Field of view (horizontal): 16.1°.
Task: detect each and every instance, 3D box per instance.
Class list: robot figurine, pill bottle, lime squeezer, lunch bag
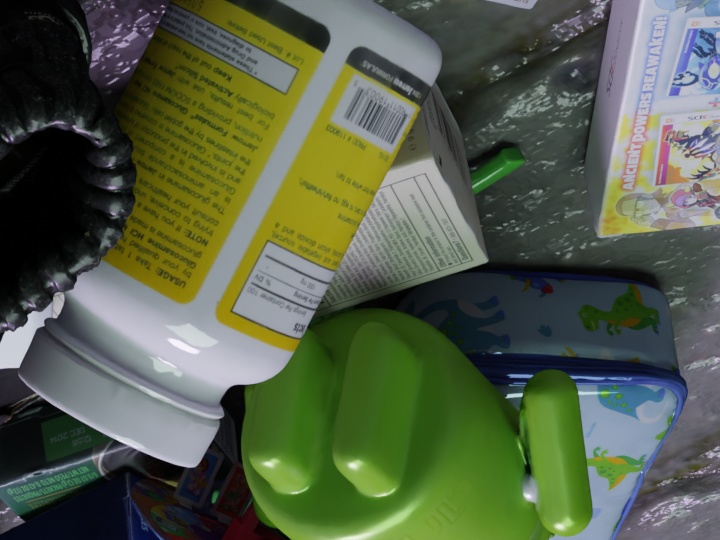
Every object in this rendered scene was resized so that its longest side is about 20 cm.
[{"bbox_3d":[0.020,0.093,1.185,0.174,0.117,0.200,-3,154,26],"label":"robot figurine"},{"bbox_3d":[-0.058,-0.028,1.039,0.112,0.112,0.201,26,93,-41],"label":"pill bottle"},{"bbox_3d":[0.000,0.000,1.254,0.070,0.038,0.200,-23,159,-44],"label":"lime squeezer"},{"bbox_3d":[0.073,0.086,1.347,0.159,0.083,0.201,5,142,-14],"label":"lunch bag"}]

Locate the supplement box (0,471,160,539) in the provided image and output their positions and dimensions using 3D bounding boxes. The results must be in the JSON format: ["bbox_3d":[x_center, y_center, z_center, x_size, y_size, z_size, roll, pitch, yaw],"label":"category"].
[{"bbox_3d":[-0.101,0.208,1.369,0.109,0.110,0.200,-26,143,23],"label":"supplement box"}]

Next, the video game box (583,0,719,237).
[{"bbox_3d":[0.200,-0.096,1.148,0.181,0.047,0.201,-7,145,-8],"label":"video game box"}]

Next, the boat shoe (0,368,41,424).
[{"bbox_3d":[-0.207,0.069,1.252,0.199,0.074,0.075,-20,145,14],"label":"boat shoe"}]

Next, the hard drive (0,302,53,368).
[{"bbox_3d":[-0.191,-0.051,1.054,0.131,0.027,0.202,-1,118,-13],"label":"hard drive"}]

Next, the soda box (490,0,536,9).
[{"bbox_3d":[-0.008,-0.163,0.983,0.199,0.064,0.068,9,141,-26],"label":"soda box"}]

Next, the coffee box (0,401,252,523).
[{"bbox_3d":[-0.108,0.129,1.390,0.122,0.044,0.200,-17,145,10],"label":"coffee box"}]

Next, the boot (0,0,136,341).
[{"bbox_3d":[-0.154,-0.003,0.982,0.079,0.158,0.212,13,114,-20],"label":"boot"}]

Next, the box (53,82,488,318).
[{"bbox_3d":[-0.052,-0.026,1.153,0.198,0.078,0.095,-17,145,10],"label":"box"}]

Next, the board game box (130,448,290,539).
[{"bbox_3d":[-0.019,0.143,1.281,0.199,0.158,0.039,26,97,-27],"label":"board game box"}]
